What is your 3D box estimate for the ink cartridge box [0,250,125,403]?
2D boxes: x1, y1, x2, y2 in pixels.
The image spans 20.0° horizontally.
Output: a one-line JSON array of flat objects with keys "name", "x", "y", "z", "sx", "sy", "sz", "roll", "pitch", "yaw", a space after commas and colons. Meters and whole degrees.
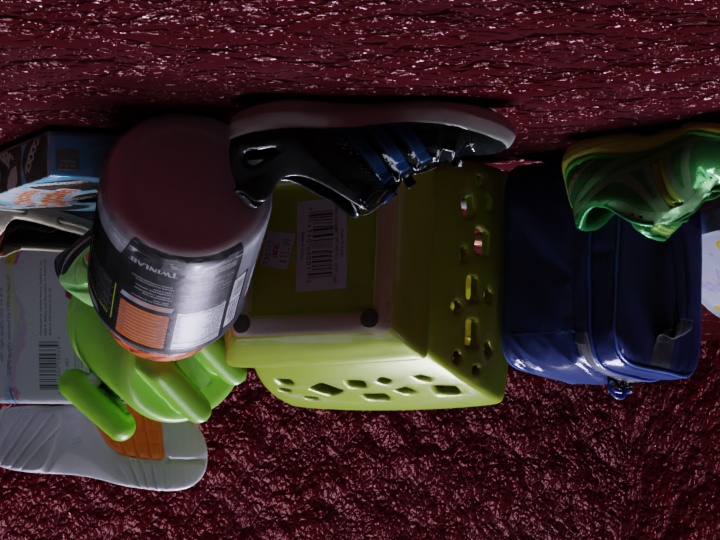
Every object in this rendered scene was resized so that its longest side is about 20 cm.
[{"name": "ink cartridge box", "x": -0.294, "y": 0.047, "z": 1.856, "sx": 0.200, "sy": 0.146, "sz": 0.083, "roll": -1, "pitch": 179, "yaw": 24}]

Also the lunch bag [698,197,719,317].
[{"name": "lunch bag", "x": 0.367, "y": -0.025, "z": 1.731, "sx": 0.200, "sy": 0.127, "sz": 0.169, "roll": 7, "pitch": 167, "yaw": -37}]

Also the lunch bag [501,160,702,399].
[{"name": "lunch bag", "x": 0.203, "y": 0.006, "z": 1.649, "sx": 0.132, "sy": 0.200, "sz": 0.136, "roll": -9, "pitch": 165, "yaw": 40}]

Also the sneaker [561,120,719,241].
[{"name": "sneaker", "x": 0.238, "y": -0.064, "z": 1.516, "sx": 0.074, "sy": 0.084, "sz": 0.200, "roll": 5, "pitch": 172, "yaw": -44}]

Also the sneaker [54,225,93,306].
[{"name": "sneaker", "x": -0.164, "y": -0.037, "z": 1.655, "sx": 0.200, "sy": 0.077, "sz": 0.084, "roll": -26, "pitch": -155, "yaw": -35}]

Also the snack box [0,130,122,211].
[{"name": "snack box", "x": -0.224, "y": -0.075, "z": 1.597, "sx": 0.116, "sy": 0.037, "sz": 0.200, "roll": 1, "pitch": 174, "yaw": -29}]

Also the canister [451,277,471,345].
[{"name": "canister", "x": 0.034, "y": 0.006, "z": 1.954, "sx": 0.148, "sy": 0.087, "sz": 0.200, "roll": 6, "pitch": -168, "yaw": -31}]

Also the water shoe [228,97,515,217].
[{"name": "water shoe", "x": 0.008, "y": -0.075, "z": 1.408, "sx": 0.200, "sy": 0.079, "sz": 0.072, "roll": 0, "pitch": 175, "yaw": -9}]

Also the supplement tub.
[{"name": "supplement tub", "x": -0.136, "y": -0.017, "z": 1.489, "sx": 0.122, "sy": 0.123, "sz": 0.200, "roll": 1, "pitch": 154, "yaw": -12}]

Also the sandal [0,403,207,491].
[{"name": "sandal", "x": -0.241, "y": 0.152, "z": 1.870, "sx": 0.206, "sy": 0.079, "sz": 0.059, "roll": 6, "pitch": -177, "yaw": 0}]

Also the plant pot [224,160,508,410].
[{"name": "plant pot", "x": 0.000, "y": 0.000, "z": 1.632, "sx": 0.199, "sy": 0.200, "sz": 0.181, "roll": -3, "pitch": 167, "yaw": 23}]

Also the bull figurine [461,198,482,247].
[{"name": "bull figurine", "x": 0.131, "y": -0.045, "z": 1.821, "sx": 0.121, "sy": 0.065, "sz": 0.200, "roll": 2, "pitch": 175, "yaw": 10}]

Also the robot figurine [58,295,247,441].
[{"name": "robot figurine", "x": -0.171, "y": 0.053, "z": 1.698, "sx": 0.116, "sy": 0.176, "sz": 0.200, "roll": 47, "pitch": 171, "yaw": -35}]

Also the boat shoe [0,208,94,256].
[{"name": "boat shoe", "x": -0.300, "y": -0.042, "z": 1.728, "sx": 0.200, "sy": 0.063, "sz": 0.071, "roll": -1, "pitch": 155, "yaw": -7}]
